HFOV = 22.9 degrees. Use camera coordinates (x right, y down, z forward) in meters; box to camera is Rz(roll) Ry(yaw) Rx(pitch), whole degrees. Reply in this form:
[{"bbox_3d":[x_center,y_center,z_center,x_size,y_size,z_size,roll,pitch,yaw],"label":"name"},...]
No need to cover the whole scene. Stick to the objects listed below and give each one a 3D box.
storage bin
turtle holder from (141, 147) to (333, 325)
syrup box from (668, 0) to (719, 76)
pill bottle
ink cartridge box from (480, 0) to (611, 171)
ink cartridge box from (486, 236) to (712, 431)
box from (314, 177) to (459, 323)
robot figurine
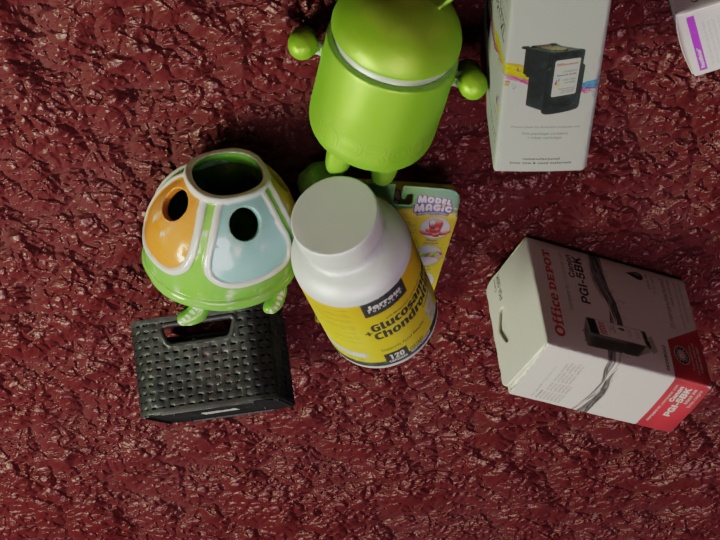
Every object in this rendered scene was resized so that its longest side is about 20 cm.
[{"bbox_3d":[-0.143,0.095,1.756,0.134,0.095,0.200,-8,172,2],"label":"storage bin"},{"bbox_3d":[-0.108,-0.040,1.640,0.184,0.142,0.133,3,133,-7],"label":"turtle holder"},{"bbox_3d":[0.360,-0.245,1.503,0.198,0.079,0.082,-15,139,11],"label":"syrup box"},{"bbox_3d":[0.000,0.000,1.629,0.111,0.113,0.200,-13,149,8],"label":"pill bottle"},{"bbox_3d":[0.150,-0.204,1.475,0.082,0.147,0.201,-1,139,-2],"label":"ink cartridge box"},{"bbox_3d":[0.240,0.065,1.796,0.198,0.148,0.083,14,135,-23],"label":"ink cartridge box"},{"bbox_3d":[0.024,-0.024,1.746,0.116,0.049,0.201,4,141,-11],"label":"box"},{"bbox_3d":[0.021,-0.167,1.524,0.174,0.116,0.201,13,137,-3],"label":"robot figurine"}]
